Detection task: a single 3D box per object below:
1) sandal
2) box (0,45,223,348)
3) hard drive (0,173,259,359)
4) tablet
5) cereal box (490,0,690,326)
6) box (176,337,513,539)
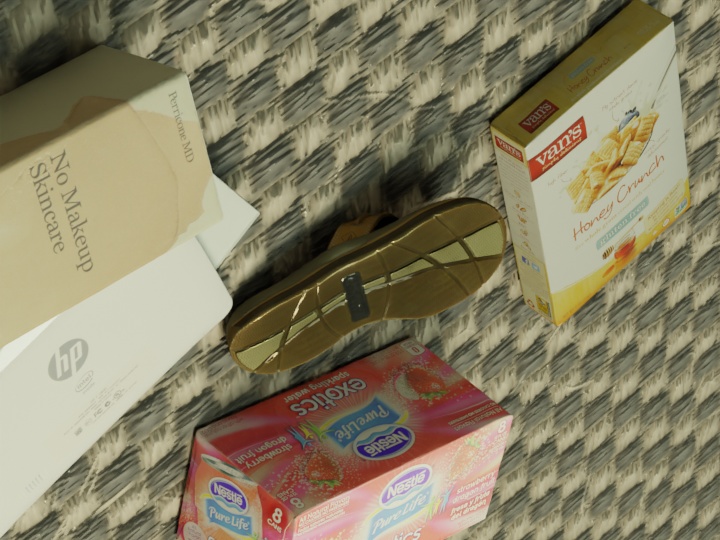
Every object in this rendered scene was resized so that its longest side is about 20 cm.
[{"bbox_3d":[0.000,0.000,1.619,0.200,0.054,0.080,-24,135,-16],"label":"sandal"},{"bbox_3d":[-0.175,-0.029,1.308,0.200,0.078,0.095,-33,123,-30],"label":"box"},{"bbox_3d":[-0.152,0.018,1.456,0.200,0.026,0.132,-51,149,-1],"label":"hard drive"},{"bbox_3d":[-0.159,0.057,1.448,0.200,0.014,0.130,-45,148,-12],"label":"tablet"},{"bbox_3d":[0.160,-0.071,1.761,0.144,0.040,0.200,-41,147,-18],"label":"cereal box"},{"bbox_3d":[-0.009,0.134,1.685,0.200,0.103,0.095,-21,137,-39],"label":"box"}]
